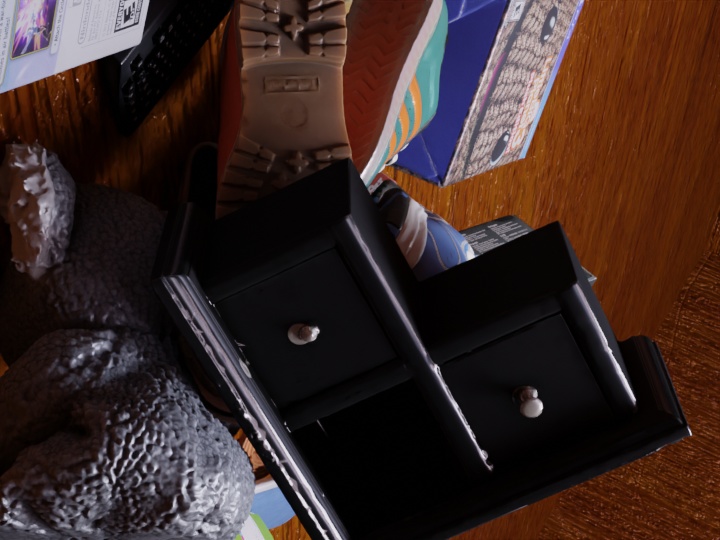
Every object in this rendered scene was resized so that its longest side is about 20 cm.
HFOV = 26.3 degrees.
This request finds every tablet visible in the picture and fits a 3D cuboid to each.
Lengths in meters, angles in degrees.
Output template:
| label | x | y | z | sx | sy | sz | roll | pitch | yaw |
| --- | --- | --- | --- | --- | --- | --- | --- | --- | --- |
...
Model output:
| label | x | y | z | sx | sy | sz | roll | pitch | yaw |
| --- | --- | --- | --- | --- | --- | --- | --- | --- | --- |
| tablet | -0.097 | 0.182 | 1.138 | 0.200 | 0.014 | 0.130 | -10 | 155 | -45 |

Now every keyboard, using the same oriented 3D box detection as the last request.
| label | x | y | z | sx | sy | sz | roll | pitch | yaw |
| --- | --- | --- | --- | --- | --- | --- | --- | --- | --- |
| keyboard | -0.075 | -0.167 | 0.865 | 0.200 | 0.040 | 0.104 | -58 | 162 | -24 |

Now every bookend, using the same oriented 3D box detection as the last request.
| label | x | y | z | sx | sy | sz | roll | pitch | yaw |
| --- | --- | --- | --- | --- | --- | --- | --- | --- | --- |
| bookend | 0.032 | 0.026 | 0.781 | 0.199 | 0.200 | 0.092 | 61 | 11 | -23 |

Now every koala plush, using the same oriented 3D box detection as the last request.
| label | x | y | z | sx | sy | sz | roll | pitch | yaw |
| --- | --- | --- | --- | --- | --- | --- | --- | --- | --- |
| koala plush | -0.137 | 0.044 | 0.793 | 0.177 | 0.184 | 0.200 | 29 | 57 | -51 |

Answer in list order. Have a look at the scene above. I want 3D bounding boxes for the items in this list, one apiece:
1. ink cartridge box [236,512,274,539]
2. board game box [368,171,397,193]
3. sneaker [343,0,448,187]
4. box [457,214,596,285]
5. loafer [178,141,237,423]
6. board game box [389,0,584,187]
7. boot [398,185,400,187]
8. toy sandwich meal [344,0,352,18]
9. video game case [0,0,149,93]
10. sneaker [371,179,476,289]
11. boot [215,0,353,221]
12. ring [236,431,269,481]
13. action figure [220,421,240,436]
| label | x | y | z | sx | sy | sz | roll | pitch | yaw |
| --- | --- | --- | --- | --- | --- | --- | --- | --- | --- |
| ink cartridge box | -0.143 | 0.222 | 1.034 | 0.148 | 0.076 | 0.200 | -30 | 161 | 6 |
| board game box | 0.000 | 0.000 | 1.108 | 0.103 | 0.019 | 0.200 | -53 | 166 | -6 |
| sneaker | 0.006 | -0.090 | 0.955 | 0.200 | 0.071 | 0.080 | -62 | 150 | -14 |
| box | 0.058 | 0.062 | 1.111 | 0.200 | 0.086 | 0.164 | -19 | 143 | -54 |
| loafer | -0.084 | 0.002 | 0.910 | 0.200 | 0.072 | 0.063 | -105 | -174 | -49 |
| board game box | 0.085 | -0.167 | 1.227 | 0.200 | 0.097 | 0.160 | -25 | 138 | -63 |
| boot | -0.028 | -0.009 | 1.200 | 0.200 | 0.074 | 0.075 | -43 | 173 | -44 |
| toy sandwich meal | -0.021 | -0.092 | 1.067 | 0.205 | 0.070 | 0.205 | -54 | 160 | -31 |
| video game case | -0.141 | -0.176 | 0.650 | 0.181 | 0.045 | 0.200 | -37 | 148 | -58 |
| sneaker | 0.023 | -0.004 | 0.919 | 0.076 | 0.077 | 0.200 | -50 | -172 | 5 |
| boot | -0.048 | -0.076 | 0.871 | 0.107 | 0.075 | 0.200 | -163 | -103 | -75 |
| ring | -0.029 | 0.069 | 1.104 | 0.200 | 0.019 | 0.200 | -49 | 164 | -19 |
| action figure | -0.105 | 0.091 | 1.087 | 0.200 | 0.069 | 0.130 | 96 | 21 | -54 |
